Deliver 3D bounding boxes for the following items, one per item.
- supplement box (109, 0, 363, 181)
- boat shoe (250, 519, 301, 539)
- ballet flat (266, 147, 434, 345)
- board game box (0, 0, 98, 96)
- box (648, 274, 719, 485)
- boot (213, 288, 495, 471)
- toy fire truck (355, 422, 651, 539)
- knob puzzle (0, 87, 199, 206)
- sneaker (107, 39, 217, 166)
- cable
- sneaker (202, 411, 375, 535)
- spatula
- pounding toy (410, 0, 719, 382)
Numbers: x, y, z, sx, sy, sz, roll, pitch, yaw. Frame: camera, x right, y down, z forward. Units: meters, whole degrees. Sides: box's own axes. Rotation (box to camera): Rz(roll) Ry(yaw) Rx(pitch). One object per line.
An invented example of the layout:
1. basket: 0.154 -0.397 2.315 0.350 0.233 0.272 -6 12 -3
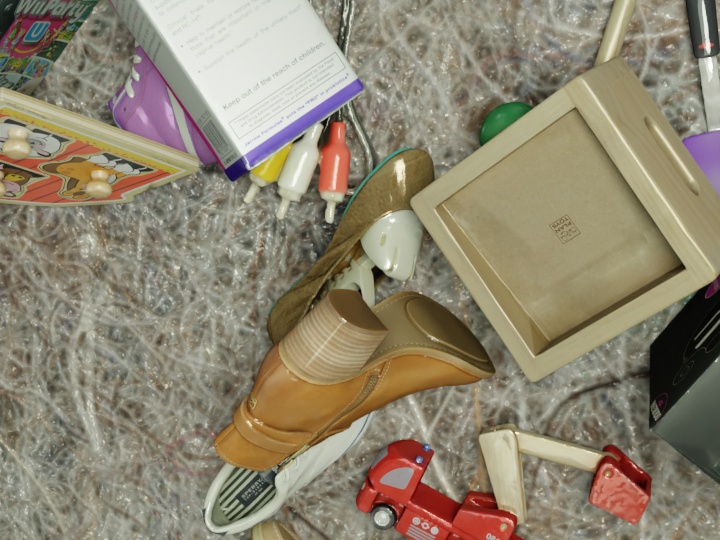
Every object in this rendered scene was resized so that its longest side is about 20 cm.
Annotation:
1. supplement box: -0.101 -0.175 0.808 0.103 0.101 0.200 -36 98 -11
2. boat shoe: -0.010 0.269 0.954 0.064 0.071 0.200 -39 106 7
3. ballet flat: 0.000 0.000 0.892 0.200 0.068 0.072 -49 43 18
4. board game box: -0.280 -0.195 0.892 0.064 0.148 0.200 43 108 5
5. box: 0.284 0.060 0.768 0.124 0.200 0.149 38 107 3
6. boot: -0.001 0.094 0.870 0.155 0.200 0.077 -51 57 23
7. toy fire truck: 0.110 0.173 0.915 0.200 0.049 0.141 28 106 9
8. knob puzzle: -0.256 -0.073 0.895 0.219 0.220 0.031 -4 74 15
9. sneaker: -0.162 -0.174 0.907 0.114 0.073 0.201 -16 97 20
10. cable: -0.023 -0.134 0.888 0.097 0.050 0.200 13 103 -1
11. sneaker: -0.053 0.144 0.940 0.073 0.071 0.200 39 108 4
12. spatula: 0.250 -0.137 0.832 0.056 0.021 0.201 -6 99 17
13. pounding toy: 0.158 -0.067 0.825 0.184 0.142 0.200 -35 88 32
